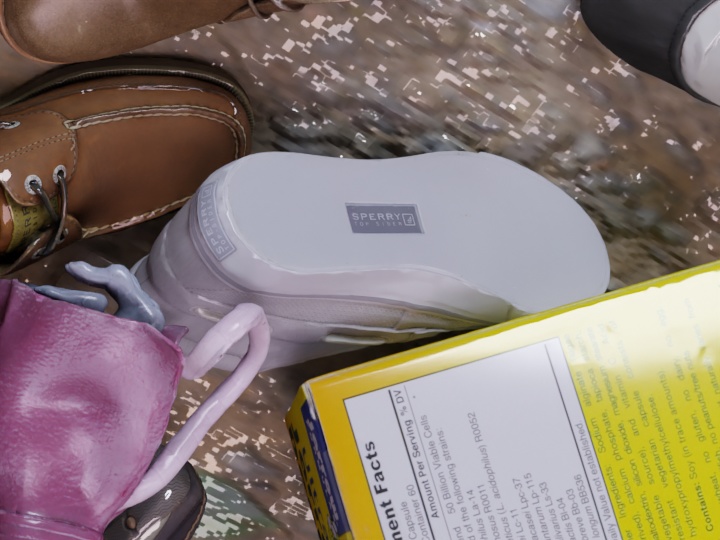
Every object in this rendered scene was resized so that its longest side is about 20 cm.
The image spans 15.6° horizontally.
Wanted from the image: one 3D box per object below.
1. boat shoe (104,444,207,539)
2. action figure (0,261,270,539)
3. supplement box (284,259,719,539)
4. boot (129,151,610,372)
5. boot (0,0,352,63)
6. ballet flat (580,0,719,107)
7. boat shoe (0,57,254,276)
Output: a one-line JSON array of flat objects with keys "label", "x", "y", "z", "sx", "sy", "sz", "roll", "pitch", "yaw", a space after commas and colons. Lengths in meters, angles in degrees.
[{"label": "boat shoe", "x": -0.124, "y": 0.150, "z": 1.125, "sx": 0.073, "sy": 0.075, "sz": 0.200, "roll": 22, "pitch": 123, "yaw": -37}, {"label": "action figure", "x": -0.118, "y": 0.103, "z": 0.989, "sx": 0.148, "sy": 0.134, "sz": 0.201, "roll": 9, "pitch": 78, "yaw": 11}, {"label": "supplement box", "x": 0.081, "y": 0.076, "z": 1.054, "sx": 0.199, "sy": 0.110, "sz": 0.110, "roll": -15, "pitch": 81, "yaw": -9}, {"label": "boot", "x": 0.000, "y": 0.000, "z": 1.067, "sx": 0.199, "sy": 0.074, "sz": 0.095, "roll": 8, "pitch": 151, "yaw": -34}, {"label": "boot", "x": -0.042, "y": -0.121, "z": 0.966, "sx": 0.199, "sy": 0.076, "sz": 0.074, "roll": -22, "pitch": 126, "yaw": 1}, {"label": "ballet flat", "x": 0.185, "y": -0.085, "z": 1.052, "sx": 0.199, "sy": 0.069, "sz": 0.068, "roll": 13, "pitch": 118, "yaw": -22}, {"label": "boat shoe", "x": -0.133, "y": -0.028, "z": 1.003, "sx": 0.199, "sy": 0.068, "sz": 0.072, "roll": -13, "pitch": 122, "yaw": -8}]
